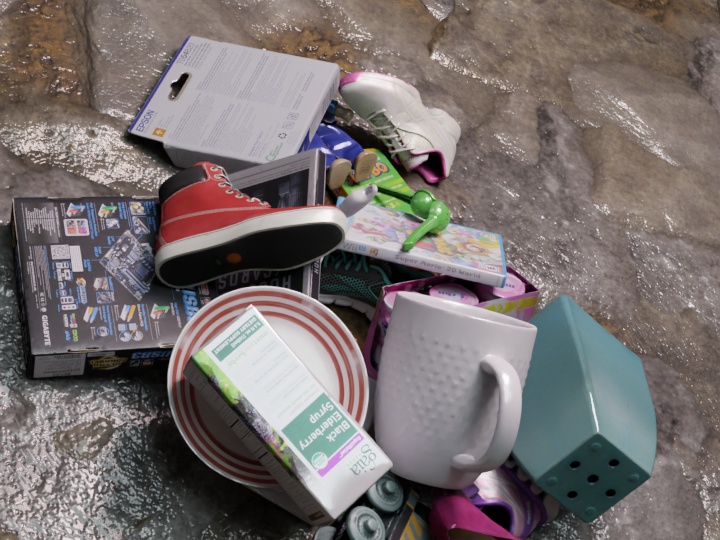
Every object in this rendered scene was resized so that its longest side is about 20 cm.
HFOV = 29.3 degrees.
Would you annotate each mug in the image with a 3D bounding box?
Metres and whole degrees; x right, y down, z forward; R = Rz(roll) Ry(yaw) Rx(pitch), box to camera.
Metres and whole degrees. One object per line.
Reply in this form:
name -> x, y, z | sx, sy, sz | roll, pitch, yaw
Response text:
mug -> 0.097, 0.128, 1.366 | 0.148, 0.175, 0.200 | 12, 4, -27

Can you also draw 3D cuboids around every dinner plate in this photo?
dinner plate -> -0.090, 0.113, 1.340 | 0.200, 0.024, 0.200 | 5, 71, -14

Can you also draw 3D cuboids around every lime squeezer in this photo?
lime squeezer -> 0.064, -0.065, 1.590 | 0.071, 0.038, 0.200 | -21, 26, -2

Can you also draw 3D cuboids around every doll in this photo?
doll -> -0.061, -0.182, 1.700 | 0.136, 0.048, 0.200 | -19, 52, -33

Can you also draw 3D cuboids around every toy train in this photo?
toy train -> 0.012, 0.285, 1.352 | 0.114, 0.085, 0.200 | 44, 40, -11

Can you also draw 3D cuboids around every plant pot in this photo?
plant pot -> 0.228, 0.160, 1.475 | 0.141, 0.141, 0.200 | 39, 22, -24

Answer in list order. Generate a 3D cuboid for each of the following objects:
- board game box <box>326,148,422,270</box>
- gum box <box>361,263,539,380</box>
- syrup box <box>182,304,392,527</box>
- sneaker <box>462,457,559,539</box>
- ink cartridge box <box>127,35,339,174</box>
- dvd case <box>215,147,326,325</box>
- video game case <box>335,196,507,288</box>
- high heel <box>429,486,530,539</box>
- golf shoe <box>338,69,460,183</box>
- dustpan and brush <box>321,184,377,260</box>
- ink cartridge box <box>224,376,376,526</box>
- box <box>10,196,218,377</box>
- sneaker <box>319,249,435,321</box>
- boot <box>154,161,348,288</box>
board game box -> 0.030, -0.076, 1.679 | 0.096, 0.030, 0.200 | -8, 51, -36
gum box -> 0.095, 0.068, 1.544 | 0.200, 0.114, 0.066 | -10, 38, -37
syrup box -> -0.069, 0.137, 1.282 | 0.079, 0.081, 0.200 | -41, 87, -21
sneaker -> 0.116, 0.220, 1.470 | 0.200, 0.080, 0.088 | 41, 52, 4
ink cartridge box -> -0.148, -0.193, 1.646 | 0.200, 0.041, 0.200 | 14, 49, 11
dvd case -> -0.106, -0.022, 1.462 | 0.025, 0.150, 0.200 | 36, 48, -48
video game case -> 0.065, -0.034, 1.568 | 0.200, 0.018, 0.143 | 13, 21, -2
high heel -> 0.143, 0.299, 1.389 | 0.200, 0.067, 0.096 | 39, 12, -12
golf shoe -> 0.052, -0.182, 1.744 | 0.200, 0.075, 0.092 | 27, 54, -35
dustpan and brush -> -0.063, -0.039, 1.498 | 0.057, 0.200, 0.140 | 18, 44, -38
ink cartridge box -> -0.064, 0.175, 1.400 | 0.115, 0.068, 0.200 | 31, 44, -3
box -> -0.251, 0.011, 1.417 | 0.198, 0.050, 0.200 | -2, 54, -21
sneaker -> 0.000, 0.000, 1.569 | 0.200, 0.091, 0.078 | 22, 45, -14
boot -> -0.114, -0.068, 1.417 | 0.200, 0.072, 0.144 | -10, 49, 7
